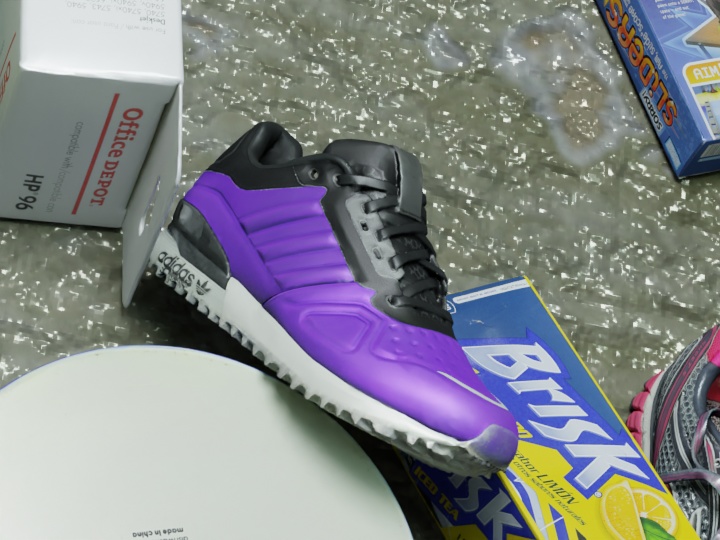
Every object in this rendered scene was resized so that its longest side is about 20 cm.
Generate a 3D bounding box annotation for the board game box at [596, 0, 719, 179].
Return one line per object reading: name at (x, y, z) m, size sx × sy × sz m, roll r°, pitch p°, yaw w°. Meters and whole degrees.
board game box at (0.219, -0.125, 1.171) m, size 0.199 × 0.034 × 0.136 m, roll -10°, pitch 64°, yaw -24°

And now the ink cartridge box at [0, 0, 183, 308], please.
ink cartridge box at (-0.118, -0.098, 0.991) m, size 0.068 × 0.116 × 0.201 m, roll 5°, pitch 59°, yaw -16°

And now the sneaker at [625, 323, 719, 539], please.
sneaker at (0.146, 0.114, 0.987) m, size 0.080 × 0.075 × 0.201 m, roll 8°, pitch 60°, yaw -14°

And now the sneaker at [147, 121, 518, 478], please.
sneaker at (0.000, 0.000, 0.938) m, size 0.200 × 0.070 × 0.100 m, roll 35°, pitch 92°, yaw 38°

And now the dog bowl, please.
dog bowl at (-0.079, 0.132, 0.894) m, size 0.199 × 0.079 × 0.201 m, roll 9°, pitch 59°, yaw -15°

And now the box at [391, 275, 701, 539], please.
box at (0.078, 0.099, 0.948) m, size 0.064 × 0.070 × 0.200 m, roll -14°, pitch 52°, yaw -25°
